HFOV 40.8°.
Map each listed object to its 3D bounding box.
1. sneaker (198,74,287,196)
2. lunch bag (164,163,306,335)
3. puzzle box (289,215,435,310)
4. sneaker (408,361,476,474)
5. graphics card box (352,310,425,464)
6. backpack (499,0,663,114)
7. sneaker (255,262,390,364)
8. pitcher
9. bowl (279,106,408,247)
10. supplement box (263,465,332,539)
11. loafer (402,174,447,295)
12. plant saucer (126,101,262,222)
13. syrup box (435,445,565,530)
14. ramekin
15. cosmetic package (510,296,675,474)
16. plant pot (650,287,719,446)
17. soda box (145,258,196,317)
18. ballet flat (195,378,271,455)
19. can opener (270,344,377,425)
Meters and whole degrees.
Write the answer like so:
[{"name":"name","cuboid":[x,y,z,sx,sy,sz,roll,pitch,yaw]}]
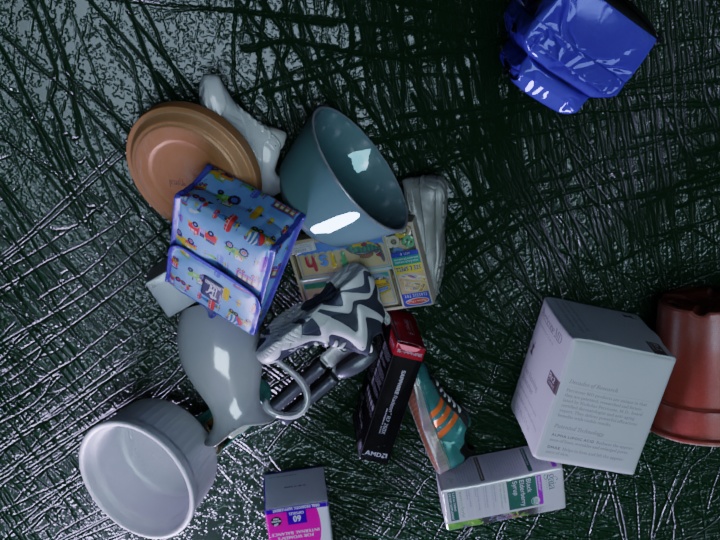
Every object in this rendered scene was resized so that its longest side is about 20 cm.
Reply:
[{"name":"sneaker","cuboid":[-0.156,-0.188,1.341,0.099,0.078,0.201,-24,120,-3]},{"name":"lunch bag","cuboid":[-0.180,-0.014,1.299,0.150,0.094,0.201,28,130,7]},{"name":"puzzle box","cuboid":[0.000,0.000,1.412,0.198,0.025,0.134,-9,113,19]},{"name":"sneaker","cuboid":[0.125,0.219,1.524,0.079,0.071,0.201,-23,111,-11]},{"name":"graphics card box","cuboid":[0.040,0.173,1.462,0.050,0.126,0.201,14,108,-11]},{"name":"backpack","cuboid":[0.261,-0.313,1.262,0.162,0.200,0.168,34,114,-19]},{"name":"sneaker","cuboid":[-0.042,0.096,1.385,0.199,0.079,0.130,-41,113,-12]},{"name":"pitcher","cuboid":[-0.172,0.137,1.415,0.170,0.121,0.202,-15,91,-7]},{"name":"bowl","cuboid":[-0.035,-0.111,1.323,0.105,0.201,0.201,-35,111,24]},{"name":"supplement box","cuboid":[-0.094,0.433,1.561,0.100,0.103,0.202,-8,113,-4]},{"name":"loafer","cuboid":[0.090,-0.044,1.421,0.069,0.070,0.202,5,112,11]},{"name":"plant saucer","cuboid":[-0.231,-0.133,1.320,0.199,0.032,0.201,12,129,16]},{"name":"syrup box","cuboid":[0.226,0.349,1.571,0.198,0.082,0.079,-10,113,0]},{"name":"ramekin","cuboid":[-0.312,0.290,1.452,0.199,0.098,0.202,10,116,21]},{"name":"cosmetic package","cuboid":[0.347,0.172,1.471,0.164,0.165,0.201,10,109,-9]},{"name":"plant pot","cuboid":[0.529,0.136,1.472,0.199,0.201,0.197,-5,103,-4]},{"name":"soda box","cuboid":[-0.207,-0.015,1.396,0.199,0.068,0.064,-30,110,6]},{"name":"ballet flat","cuboid":[-0.217,0.244,1.492,0.200,0.070,0.067,-42,110,11]},{"name":"can opener","cuboid":[-0.060,0.164,1.484,0.200,0.067,0.053,-40,102,15]}]
